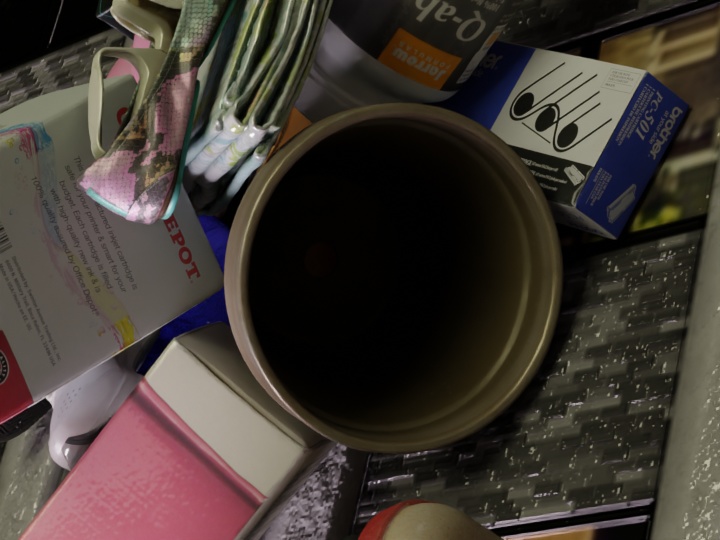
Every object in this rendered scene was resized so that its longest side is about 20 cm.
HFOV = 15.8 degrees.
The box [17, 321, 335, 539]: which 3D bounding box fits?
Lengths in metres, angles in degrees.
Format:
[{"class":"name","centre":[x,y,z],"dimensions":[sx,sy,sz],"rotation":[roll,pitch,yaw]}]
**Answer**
[{"class":"box","centre":[-0.118,0.144,1.592],"dimensions":[0.200,0.109,0.128],"rotation":[-52,-6,9]}]

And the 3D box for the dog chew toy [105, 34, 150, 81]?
[{"class":"dog chew toy","centre":[-0.108,-0.141,1.792],"dimensions":[0.200,0.124,0.125],"rotation":[116,158,-45]}]

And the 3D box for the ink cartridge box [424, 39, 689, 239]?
[{"class":"ink cartridge box","centre":[0.106,-0.085,1.592],"dimensions":[0.200,0.044,0.094],"rotation":[20,79,56]}]

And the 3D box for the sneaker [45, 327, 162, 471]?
[{"class":"sneaker","centre":[-0.183,0.063,1.674],"dimensions":[0.075,0.087,0.200],"rotation":[-55,13,22]}]

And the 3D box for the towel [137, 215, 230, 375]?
[{"class":"towel","centre":[-0.123,0.037,1.781],"dimensions":[0.148,0.049,0.200],"rotation":[-58,34,2]}]

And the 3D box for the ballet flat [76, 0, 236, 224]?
[{"class":"ballet flat","centre":[-0.118,-0.122,1.512],"dimensions":[0.069,0.071,0.201],"rotation":[-42,29,60]}]

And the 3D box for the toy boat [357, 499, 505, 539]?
[{"class":"toy boat","centre":[0.013,0.227,1.381],"dimensions":[0.130,0.130,0.201],"rotation":[-15,53,39]}]

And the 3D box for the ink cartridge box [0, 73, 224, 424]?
[{"class":"ink cartridge box","centre":[-0.214,-0.007,1.552],"dimensions":[0.200,0.146,0.144],"rotation":[-31,14,-33]}]

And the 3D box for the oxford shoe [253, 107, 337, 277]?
[{"class":"oxford shoe","centre":[-0.024,-0.062,1.717],"dimensions":[0.071,0.071,0.201],"rotation":[-25,45,34]}]

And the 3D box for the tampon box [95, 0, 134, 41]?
[{"class":"tampon box","centre":[-0.086,-0.258,1.894],"dimensions":[0.150,0.126,0.201],"rotation":[-25,45,38]}]

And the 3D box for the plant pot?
[{"class":"plant pot","centre":[0.000,0.000,1.558],"dimensions":[0.201,0.199,0.173],"rotation":[-62,17,-5]}]

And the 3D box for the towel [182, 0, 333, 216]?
[{"class":"towel","centre":[-0.064,-0.131,1.573],"dimensions":[0.200,0.048,0.172],"rotation":[149,142,-70]}]

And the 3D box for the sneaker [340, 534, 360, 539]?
[{"class":"sneaker","centre":[-0.064,0.232,1.519],"dimensions":[0.200,0.087,0.076],"rotation":[-53,34,6]}]

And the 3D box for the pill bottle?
[{"class":"pill bottle","centre":[0.038,-0.176,1.597],"dimensions":[0.200,0.116,0.117],"rotation":[-54,33,22]}]

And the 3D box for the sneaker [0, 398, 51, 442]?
[{"class":"sneaker","centre":[-0.263,0.031,1.926],"dimensions":[0.120,0.084,0.201],"rotation":[5,60,47]}]
